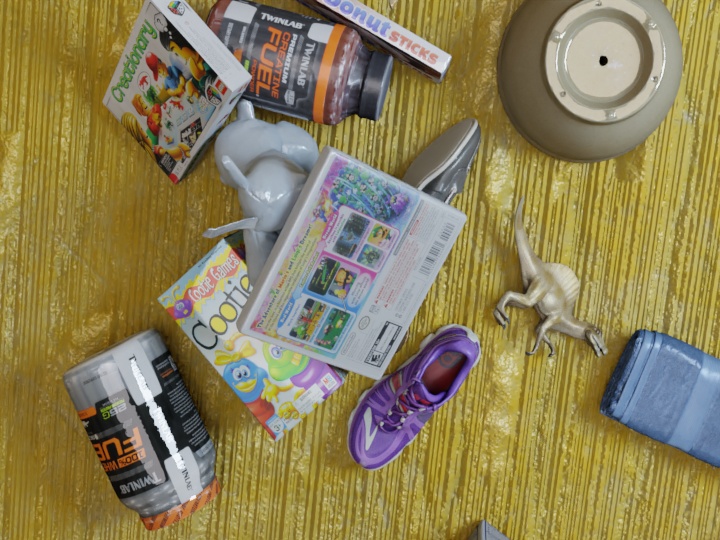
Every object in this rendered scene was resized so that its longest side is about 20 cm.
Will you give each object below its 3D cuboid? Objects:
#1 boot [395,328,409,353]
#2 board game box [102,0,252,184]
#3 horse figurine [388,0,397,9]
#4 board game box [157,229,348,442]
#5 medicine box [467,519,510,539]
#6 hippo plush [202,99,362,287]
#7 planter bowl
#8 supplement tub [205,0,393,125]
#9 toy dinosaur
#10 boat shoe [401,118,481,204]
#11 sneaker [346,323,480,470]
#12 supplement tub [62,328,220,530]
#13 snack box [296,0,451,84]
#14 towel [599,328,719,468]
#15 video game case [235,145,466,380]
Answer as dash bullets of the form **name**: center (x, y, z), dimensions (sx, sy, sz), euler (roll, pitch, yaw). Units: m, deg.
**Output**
- **boot**: center (0.000, 0.000, 1.090), dimensions (0.073, 0.075, 0.203), euler (-25, 93, 10)
- **board game box**: center (-0.199, -0.191, 1.042), dimensions (0.127, 0.200, 0.035), euler (48, 54, 0)
- **horse figurine**: center (0.006, -0.369, 1.053), dimensions (0.198, 0.050, 0.134), euler (32, 87, 7)
- **board game box**: center (-0.113, 0.069, 1.094), dimensions (0.105, 0.103, 0.201), euler (-40, 92, 9)
- **medicine box**: center (0.121, 0.402, 1.064), dimensions (0.102, 0.200, 0.184), euler (34, 99, 2)
- **hippo plush**: center (-0.099, -0.077, 1.035), dimensions (0.197, 0.161, 0.162), euler (0, 123, -33)
- **planter bowl**: center (0.241, -0.212, 1.010), dimensions (0.196, 0.135, 0.205), euler (1, 97, 5)
- **supplement tub**: center (-0.067, -0.219, 1.053), dimensions (0.196, 0.107, 0.109), euler (14, 98, 4)
- **toy dinosaur**: center (0.194, 0.024, 1.093), dimensions (0.100, 0.058, 0.202), euler (-36, 101, -6)
- **boat shoe**: center (0.072, -0.076, 1.073), dimensions (0.057, 0.067, 0.201), euler (44, 80, -27)
- **sneaker**: center (0.054, 0.141, 1.098), dimensions (0.080, 0.083, 0.201), euler (39, 100, 0)
- **supplement tub**: center (-0.241, 0.179, 1.111), dimensions (0.121, 0.123, 0.203), euler (-25, 94, 8)
- **snack box**: center (0.006, -0.264, 1.057), dimensions (0.198, 0.072, 0.025), euler (31, 93, 1)
- **towel**: center (0.374, 0.148, 1.085), dimensions (0.197, 0.049, 0.113), euler (24, 99, 3)
- **video game case**: center (-0.007, -0.001, 0.996), dimensions (0.180, 0.024, 0.203), euler (22, 103, -32)
